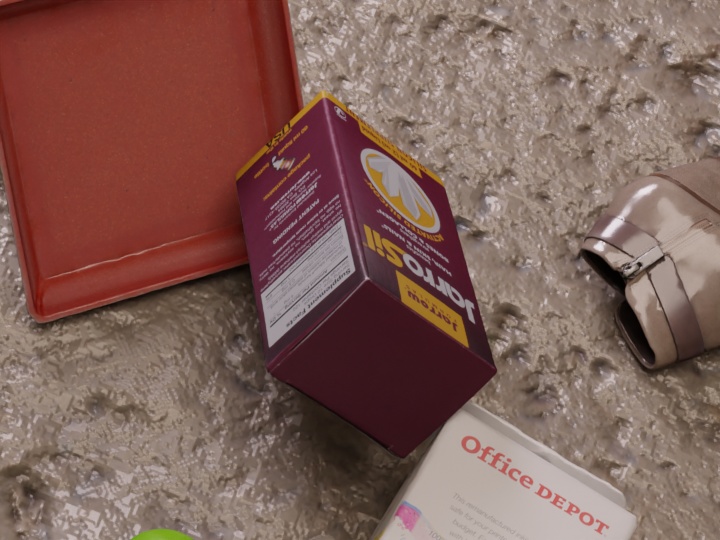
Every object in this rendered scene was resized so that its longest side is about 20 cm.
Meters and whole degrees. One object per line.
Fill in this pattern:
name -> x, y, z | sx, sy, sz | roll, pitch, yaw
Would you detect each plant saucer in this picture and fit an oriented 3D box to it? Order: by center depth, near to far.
plant saucer -> -0.132, -0.090, 1.600 | 0.199, 0.037, 0.201 | -17, 110, -21

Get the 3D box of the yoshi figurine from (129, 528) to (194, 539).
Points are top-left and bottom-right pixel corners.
yoshi figurine -> -0.163, 0.194, 1.474 | 0.199, 0.112, 0.113 | -5, 60, -20

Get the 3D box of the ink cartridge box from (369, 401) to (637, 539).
ink cartridge box -> 0.060, 0.190, 1.521 | 0.128, 0.125, 0.200 | 32, 62, 1

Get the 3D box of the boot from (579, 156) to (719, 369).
boot -> 0.241, 0.019, 1.690 | 0.146, 0.070, 0.200 | -33, 76, -19

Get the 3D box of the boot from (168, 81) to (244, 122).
boot -> -0.145, -0.177, 1.666 | 0.095, 0.074, 0.201 | -9, 69, -26

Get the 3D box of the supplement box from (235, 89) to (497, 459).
supplement box -> 0.000, 0.000, 1.548 | 0.110, 0.086, 0.200 | 35, 23, -29
